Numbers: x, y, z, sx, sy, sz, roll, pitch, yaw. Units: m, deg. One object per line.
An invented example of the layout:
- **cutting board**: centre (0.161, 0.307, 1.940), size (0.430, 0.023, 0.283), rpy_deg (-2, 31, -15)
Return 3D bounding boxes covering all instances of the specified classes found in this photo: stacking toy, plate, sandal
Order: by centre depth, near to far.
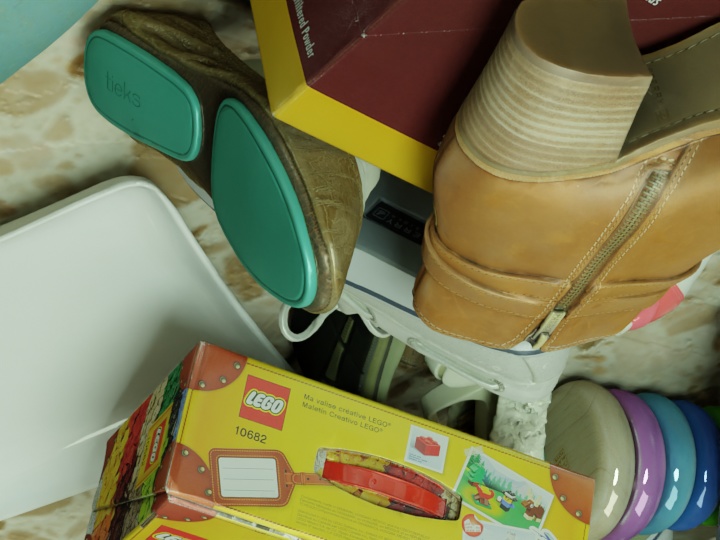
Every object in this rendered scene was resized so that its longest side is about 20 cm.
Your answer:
- **sandal**: centre (0.014, 0.017, 1.092), size (0.057, 0.080, 0.201), rpy_deg (-10, 144, -25)
- **plate**: centre (-0.149, 0.037, 1.105), size (0.199, 0.032, 0.200), rpy_deg (-20, 140, 11)
- **stacking toy**: centre (0.191, 0.107, 1.251), size (0.199, 0.086, 0.085), rpy_deg (5, 139, -29)

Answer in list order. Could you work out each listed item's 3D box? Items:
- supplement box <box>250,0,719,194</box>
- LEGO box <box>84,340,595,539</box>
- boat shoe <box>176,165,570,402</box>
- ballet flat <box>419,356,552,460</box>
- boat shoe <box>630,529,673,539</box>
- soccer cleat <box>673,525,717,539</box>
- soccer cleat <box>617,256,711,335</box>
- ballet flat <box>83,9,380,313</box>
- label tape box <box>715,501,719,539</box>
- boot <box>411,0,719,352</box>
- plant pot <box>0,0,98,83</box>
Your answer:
- **supplement box**: centre (0.092, -0.129, 0.879), size (0.197, 0.133, 0.200), rpy_deg (24, 130, -37)
- **LEGO box**: centre (-0.015, 0.122, 1.091), size (0.199, 0.077, 0.149), rpy_deg (20, 152, -16)
- **boat shoe**: centre (0.003, -0.002, 0.986), size (0.201, 0.075, 0.086), rpy_deg (27, 140, 22)
- **ballet flat**: centre (0.062, 0.053, 1.144), size (0.071, 0.072, 0.200), rpy_deg (-8, 140, -5)
- **boat shoe**: centre (0.072, 0.147, 1.271), size (0.199, 0.072, 0.062), rpy_deg (-12, 137, 1)
- **soccer cleat**: centre (0.192, 0.178, 1.354), size (0.199, 0.070, 0.078), rpy_deg (-1, 171, -24)
- **soccer cleat**: centre (0.147, -0.053, 1.055), size (0.076, 0.067, 0.200), rpy_deg (-34, 152, -36)
- **ballet flat**: centre (-0.037, -0.050, 0.912), size (0.072, 0.200, 0.068), rpy_deg (-12, 122, -29)
- **label tape box**: centre (0.257, 0.131, 1.183), size (0.144, 0.063, 0.200), rpy_deg (-4, 132, 0)
- **boot**: centre (0.122, -0.024, 0.855), size (0.199, 0.074, 0.155), rpy_deg (11, 138, -8)
- **plant pot**: centre (-0.140, -0.156, 0.750), size (0.188, 0.200, 0.200), rpy_deg (-31, 140, 2)
